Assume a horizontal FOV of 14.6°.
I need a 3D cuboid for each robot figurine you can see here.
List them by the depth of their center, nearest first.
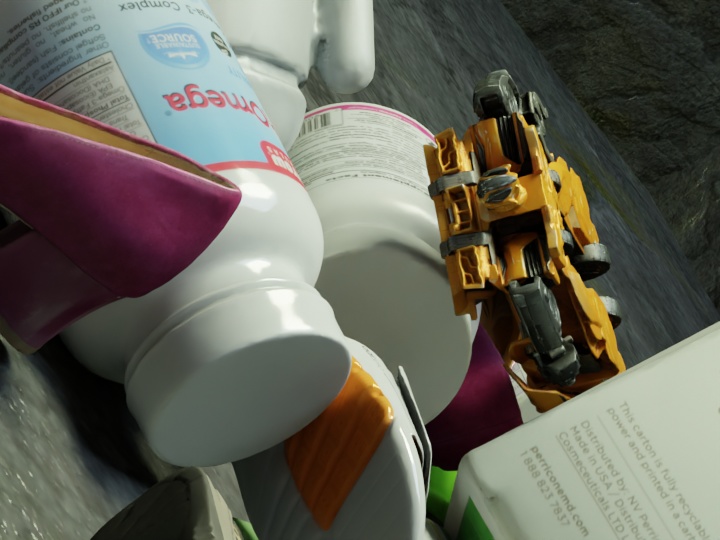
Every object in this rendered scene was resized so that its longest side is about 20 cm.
[{"bbox_3d":[-0.076,-0.117,1.224,0.113,0.168,0.201,104,-9,-79],"label":"robot figurine"},{"bbox_3d":[0.076,-0.004,1.276,0.200,0.058,0.146,48,29,-65],"label":"robot figurine"}]

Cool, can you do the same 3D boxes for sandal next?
[{"bbox_3d":[-0.013,0.057,1.101,0.059,0.079,0.207,22,25,-40],"label":"sandal"}]

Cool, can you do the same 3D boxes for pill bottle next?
[{"bbox_3d":[-0.080,-0.029,1.073,0.201,0.108,0.109,61,11,28],"label":"pill bottle"},{"bbox_3d":[0.000,0.000,1.356,0.114,0.113,0.200,53,11,-18],"label":"pill bottle"}]

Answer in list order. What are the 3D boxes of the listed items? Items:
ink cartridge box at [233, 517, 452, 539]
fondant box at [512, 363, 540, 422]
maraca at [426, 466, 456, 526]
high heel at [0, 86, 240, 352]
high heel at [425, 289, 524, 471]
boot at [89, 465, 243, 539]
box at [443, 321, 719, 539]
[{"bbox_3d":[0.020,0.158,1.140,0.146,0.048,0.200,60,9,23],"label":"ink cartridge box"},{"bbox_3d":[0.096,0.068,1.762,0.144,0.058,0.200,48,11,-37],"label":"fondant box"},{"bbox_3d":[0.096,0.133,1.438,0.199,0.107,0.137,25,10,-21],"label":"maraca"},{"bbox_3d":[-0.131,-0.070,0.951,0.200,0.096,0.067,54,12,-12],"label":"high heel"},{"bbox_3d":[0.072,0.039,1.416,0.200,0.095,0.068,-40,113,-56],"label":"high heel"},{"bbox_3d":[-0.024,0.158,0.861,0.151,0.073,0.200,53,5,-19],"label":"boot"},{"bbox_3d":[0.163,0.153,1.262,0.200,0.199,0.172,59,-16,21],"label":"box"}]
